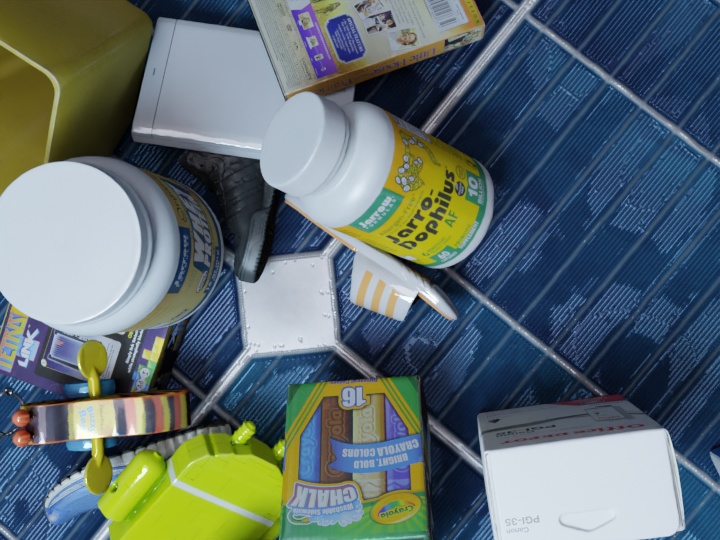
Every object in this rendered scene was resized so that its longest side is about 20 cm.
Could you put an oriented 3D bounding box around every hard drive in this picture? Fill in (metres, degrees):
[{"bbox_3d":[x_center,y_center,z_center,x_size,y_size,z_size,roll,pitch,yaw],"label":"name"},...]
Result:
[{"bbox_3d":[-0.106,-0.171,0.858,0.200,0.027,0.132,8,68,-3],"label":"hard drive"}]

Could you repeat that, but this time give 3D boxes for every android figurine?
[{"bbox_3d":[-0.147,0.223,0.834,0.182,0.041,0.200,33,102,-35],"label":"android figurine"}]

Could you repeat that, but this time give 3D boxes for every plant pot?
[{"bbox_3d":[-0.307,-0.182,0.820,0.200,0.176,0.200,33,133,5],"label":"plant pot"}]

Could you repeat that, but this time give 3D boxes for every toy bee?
[{"bbox_3d":[-0.260,0.142,0.809,0.200,0.109,0.131,-26,86,5],"label":"toy bee"}]

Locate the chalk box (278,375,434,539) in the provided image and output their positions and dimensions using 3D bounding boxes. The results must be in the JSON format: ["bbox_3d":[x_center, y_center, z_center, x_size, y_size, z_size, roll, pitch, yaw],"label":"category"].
[{"bbox_3d":[0.001,0.210,0.782,0.124,0.125,0.200,-4,48,6],"label":"chalk box"}]

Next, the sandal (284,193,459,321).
[{"bbox_3d":[0.001,0.000,0.860,0.207,0.079,0.059,35,94,14],"label":"sandal"}]

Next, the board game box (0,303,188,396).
[{"bbox_3d":[-0.256,0.030,0.893,0.165,0.057,0.200,19,91,8],"label":"board game box"}]

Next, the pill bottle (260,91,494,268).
[{"bbox_3d":[0.016,-0.080,0.786,0.113,0.200,0.113,-23,57,41],"label":"pill bottle"}]

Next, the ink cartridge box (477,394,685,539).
[{"bbox_3d":[0.179,0.168,0.772,0.146,0.200,0.083,-8,88,6],"label":"ink cartridge box"}]

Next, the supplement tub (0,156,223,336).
[{"bbox_3d":[-0.208,-0.018,0.759,0.145,0.200,0.145,0,89,7],"label":"supplement tub"}]

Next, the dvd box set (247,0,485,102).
[{"bbox_3d":[-0.001,-0.254,0.853,0.200,0.029,0.146,-21,74,-3],"label":"dvd box set"}]

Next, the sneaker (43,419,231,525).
[{"bbox_3d":[-0.213,0.217,0.874,0.200,0.079,0.089,-19,85,5],"label":"sneaker"}]

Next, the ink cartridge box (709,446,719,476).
[{"bbox_3d":[0.446,0.195,0.802,0.200,0.084,0.145,-25,86,5],"label":"ink cartridge box"}]

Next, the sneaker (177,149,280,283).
[{"bbox_3d":[-0.131,-0.092,0.879,0.104,0.060,0.200,10,82,2],"label":"sneaker"}]
